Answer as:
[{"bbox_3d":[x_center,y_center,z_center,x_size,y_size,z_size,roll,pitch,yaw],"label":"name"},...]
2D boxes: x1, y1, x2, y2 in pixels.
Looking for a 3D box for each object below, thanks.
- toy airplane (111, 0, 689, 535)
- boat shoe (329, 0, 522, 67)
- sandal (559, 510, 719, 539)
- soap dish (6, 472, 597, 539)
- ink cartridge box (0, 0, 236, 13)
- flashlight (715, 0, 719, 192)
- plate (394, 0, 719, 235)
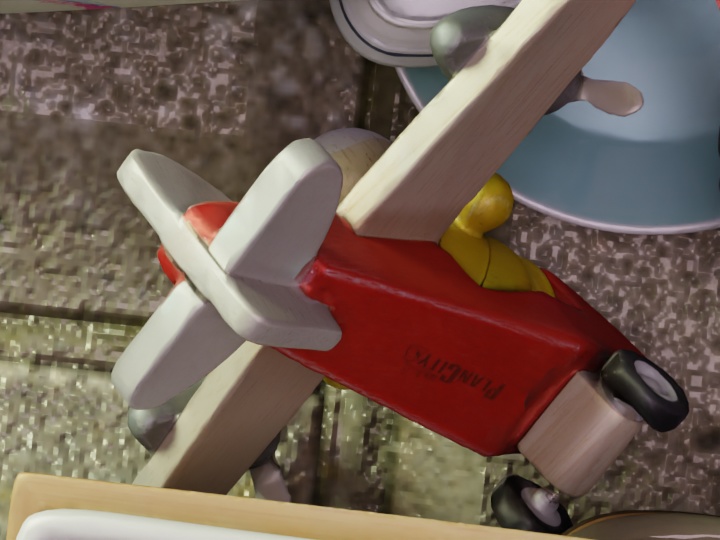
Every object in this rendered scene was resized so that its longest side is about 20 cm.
[{"bbox_3d":[0.000,0.000,0.723,0.200,0.141,0.199,-16,132,-9],"label":"toy airplane"},{"bbox_3d":[0.079,-0.132,0.737,0.200,0.067,0.074,-29,90,1],"label":"boat shoe"},{"bbox_3d":[0.155,0.108,0.707,0.200,0.054,0.080,-2,93,-3],"label":"sandal"},{"bbox_3d":[-0.013,0.149,0.673,0.200,0.081,0.158,6,89,10],"label":"soap dish"},{"bbox_3d":[-0.092,-0.159,0.728,0.200,0.085,0.145,0,91,20],"label":"ink cartridge box"},{"bbox_3d":[0.115,-0.091,0.678,0.068,0.068,0.200,-27,118,7],"label":"flashlight"},{"bbox_3d":[0.102,-0.112,0.784,0.200,0.026,0.200,0,92,1],"label":"plate"}]
